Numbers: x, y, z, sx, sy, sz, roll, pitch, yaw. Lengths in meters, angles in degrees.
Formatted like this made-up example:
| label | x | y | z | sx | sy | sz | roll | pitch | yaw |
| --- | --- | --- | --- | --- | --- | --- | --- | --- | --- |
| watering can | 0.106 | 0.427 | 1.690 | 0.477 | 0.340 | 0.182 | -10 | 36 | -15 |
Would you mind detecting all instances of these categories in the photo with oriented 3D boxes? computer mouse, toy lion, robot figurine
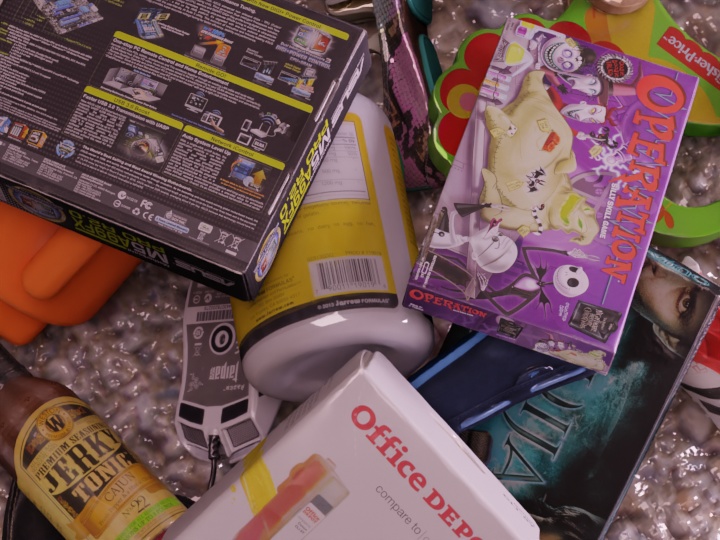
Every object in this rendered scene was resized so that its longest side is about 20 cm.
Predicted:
| label | x | y | z | sx | sy | sz | roll | pitch | yaw |
| --- | --- | --- | --- | --- | --- | --- | --- | --- | --- |
| computer mouse | -0.072 | 0.079 | 1.360 | 0.109 | 0.044 | 0.202 | -4 | 71 | 36 |
| toy lion | 0.147 | -0.085 | 1.356 | 0.199 | 0.069 | 0.192 | 36 | 75 | 4 |
| robot figurine | -0.168 | -0.049 | 1.351 | 0.117 | 0.144 | 0.200 | 49 | 112 | 13 |

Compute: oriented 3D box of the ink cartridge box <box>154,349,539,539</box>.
| label | x | y | z | sx | sy | sz | roll | pitch | yaw |
| --- | --- | --- | --- | --- | --- | --- | --- | --- | --- |
| ink cartridge box | -0.021 | 0.162 | 1.220 | 0.200 | 0.083 | 0.145 | -43 | 92 | 5 |

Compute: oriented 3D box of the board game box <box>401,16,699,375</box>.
| label | x | y | z | sx | sy | sz | roll | pitch | yaw |
| --- | --- | --- | --- | --- | --- | --- | --- | --- | --- |
| board game box | 0.108 | -0.046 | 1.269 | 0.119 | 0.032 | 0.201 | 20 | 56 | 1 |

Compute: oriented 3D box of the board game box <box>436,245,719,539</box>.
| label | x | y | z | sx | sy | sz | roll | pitch | yaw |
| --- | --- | --- | --- | --- | --- | --- | --- | --- | --- |
| board game box | 0.110 | 0.068 | 1.314 | 0.135 | 0.028 | 0.201 | 28 | 109 | 14 |

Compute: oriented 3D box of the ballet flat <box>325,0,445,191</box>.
| label | x | y | z | sx | sy | sz | roll | pitch | yaw |
| --- | --- | --- | --- | --- | --- | --- | --- | --- | --- |
| ballet flat | 0.017 | -0.144 | 1.409 | 0.071 | 0.069 | 0.202 | -13 | 76 | 16 |

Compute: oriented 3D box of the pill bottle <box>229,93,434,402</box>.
| label | x | y | z | sx | sy | sz | roll | pitch | yaw |
| --- | --- | --- | --- | --- | --- | --- | --- | --- | --- |
| pill bottle | -0.028 | -0.034 | 1.311 | 0.111 | 0.112 | 0.201 | -12 | 67 | 2 |

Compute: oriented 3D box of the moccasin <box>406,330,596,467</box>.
| label | x | y | z | sx | sy | sz | roll | pitch | yaw |
| --- | --- | --- | --- | --- | --- | --- | --- | --- | --- |
| moccasin | 0.050 | 0.088 | 1.282 | 0.200 | 0.080 | 0.068 | -38 | 90 | 24 |

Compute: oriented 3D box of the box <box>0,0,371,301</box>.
| label | x | y | z | sx | sy | sz | roll | pitch | yaw |
| --- | --- | --- | --- | --- | --- | --- | --- | --- | --- |
| box | -0.116 | -0.092 | 1.256 | 0.199 | 0.044 | 0.161 | 21 | 70 | 12 |

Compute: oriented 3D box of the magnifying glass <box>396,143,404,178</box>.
| label | x | y | z | sx | sy | sz | roll | pitch | yaw |
| --- | --- | --- | --- | --- | --- | --- | --- | --- | --- |
| magnifying glass | 0.000 | 0.000 | 1.379 | 0.079 | 0.022 | 0.202 | -15 | 82 | 38 |

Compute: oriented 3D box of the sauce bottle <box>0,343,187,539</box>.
| label | x | y | z | sx | sy | sz | roll | pitch | yaw |
| --- | --- | --- | --- | --- | --- | --- | --- | --- | --- |
| sauce bottle | -0.171 | 0.111 | 1.320 | 0.200 | 0.065 | 0.065 | 43 | 83 | 16 |

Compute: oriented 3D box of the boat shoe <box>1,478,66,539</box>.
| label | x | y | z | sx | sy | sz | roll | pitch | yaw |
| --- | --- | --- | --- | --- | --- | --- | --- | --- | --- |
| boat shoe | -0.181 | 0.194 | 1.337 | 0.071 | 0.068 | 0.202 | -2 | 72 | 6 |

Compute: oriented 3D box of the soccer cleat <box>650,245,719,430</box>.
| label | x | y | z | sx | sy | sz | roll | pitch | yaw |
| --- | --- | --- | --- | --- | --- | --- | --- | --- | --- |
| soccer cleat | 0.213 | 0.058 | 1.337 | 0.199 | 0.086 | 0.069 | 31 | 58 | 33 |
